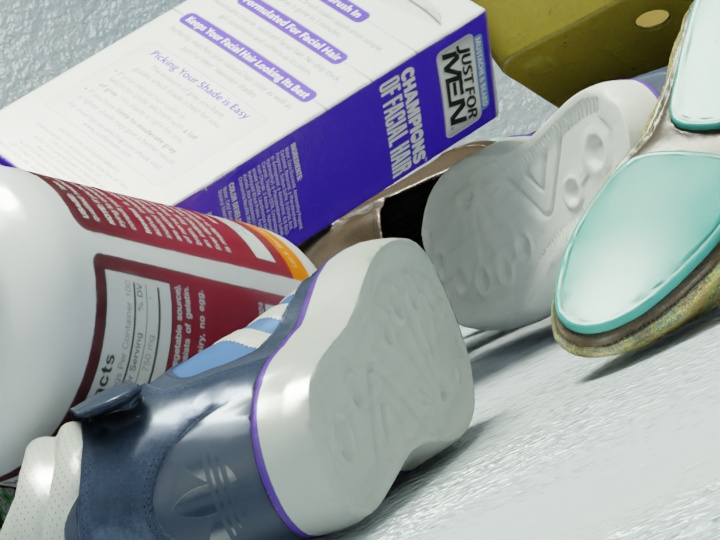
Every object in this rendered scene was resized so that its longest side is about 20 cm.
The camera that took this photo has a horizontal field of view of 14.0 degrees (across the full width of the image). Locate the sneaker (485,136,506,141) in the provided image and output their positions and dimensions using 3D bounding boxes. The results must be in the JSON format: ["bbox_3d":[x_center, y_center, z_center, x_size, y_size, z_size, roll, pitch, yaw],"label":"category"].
[{"bbox_3d":[0.039,-0.018,1.705,0.139,0.078,0.200,-23,2,1],"label":"sneaker"}]

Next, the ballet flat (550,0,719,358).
[{"bbox_3d":[0.132,-0.032,1.115,0.071,0.071,0.201,-21,36,50],"label":"ballet flat"}]

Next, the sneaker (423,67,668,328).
[{"bbox_3d":[0.129,-0.034,1.274,0.146,0.081,0.200,-8,-15,-28],"label":"sneaker"}]

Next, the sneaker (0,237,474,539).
[{"bbox_3d":[-0.051,0.056,1.006,0.146,0.081,0.200,-19,10,20],"label":"sneaker"}]

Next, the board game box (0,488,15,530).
[{"bbox_3d":[-0.214,0.114,1.109,0.159,0.097,0.200,-22,3,34],"label":"board game box"}]

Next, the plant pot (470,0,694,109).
[{"bbox_3d":[0.131,-0.169,1.311,0.199,0.177,0.200,-25,-30,27],"label":"plant pot"}]

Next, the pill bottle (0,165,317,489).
[{"bbox_3d":[-0.109,0.024,1.061,0.113,0.114,0.199,-22,-23,36],"label":"pill bottle"}]

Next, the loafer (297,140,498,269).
[{"bbox_3d":[0.000,0.000,1.371,0.200,0.073,0.071,-40,-4,-9],"label":"loafer"}]

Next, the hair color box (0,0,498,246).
[{"bbox_3d":[-0.051,-0.062,1.232,0.200,0.065,0.109,-34,46,-24],"label":"hair color box"}]
